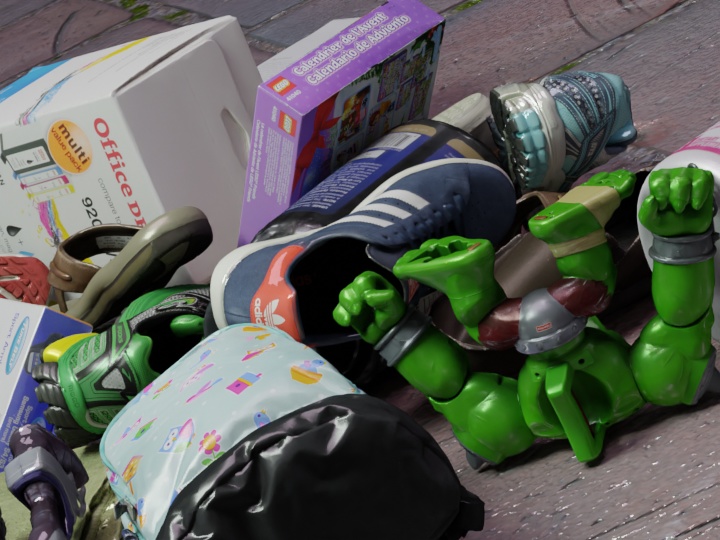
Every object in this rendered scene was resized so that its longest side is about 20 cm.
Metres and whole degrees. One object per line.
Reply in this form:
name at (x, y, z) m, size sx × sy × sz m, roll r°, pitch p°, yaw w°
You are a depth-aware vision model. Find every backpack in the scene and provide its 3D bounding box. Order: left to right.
backpack at (-0.046, 0.105, 1.421) m, size 0.166 × 0.127 × 0.200 m, roll -30°, pitch 14°, yaw -9°

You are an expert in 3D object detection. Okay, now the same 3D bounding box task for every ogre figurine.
ogre figurine at (0.096, 0.029, 1.469) m, size 0.199 × 0.121 × 0.098 m, roll -23°, pitch 13°, yaw -1°

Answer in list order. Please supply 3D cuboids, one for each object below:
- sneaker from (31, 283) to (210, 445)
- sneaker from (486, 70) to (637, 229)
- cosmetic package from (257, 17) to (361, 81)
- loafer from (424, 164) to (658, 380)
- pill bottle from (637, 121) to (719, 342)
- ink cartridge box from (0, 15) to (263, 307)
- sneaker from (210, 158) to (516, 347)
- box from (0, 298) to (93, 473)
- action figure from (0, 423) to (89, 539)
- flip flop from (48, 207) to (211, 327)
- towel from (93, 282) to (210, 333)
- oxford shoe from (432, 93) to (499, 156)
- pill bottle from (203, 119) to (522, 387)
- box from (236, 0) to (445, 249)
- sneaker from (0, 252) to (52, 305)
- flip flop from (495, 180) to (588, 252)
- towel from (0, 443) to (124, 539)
sneaker at (-0.106, 0.053, 1.719) m, size 0.085 × 0.079 × 0.200 m, roll -16°, pitch 7°, yaw 28°
sneaker at (0.129, -0.078, 1.793) m, size 0.086 × 0.078 × 0.200 m, roll -18°, pitch -5°, yaw -1°
cosmetic package at (-0.051, -0.098, 2.115) m, size 0.200 × 0.102 × 0.074 m, roll -35°, pitch 20°, yaw -29°
loafer at (0.106, -0.004, 1.605) m, size 0.199 × 0.072 × 0.073 m, roll -33°, pitch 49°, yaw -30°
pill bottle at (0.248, -0.052, 1.522) m, size 0.200 × 0.114 × 0.113 m, roll -34°, pitch 19°, yaw -32°
ink cartridge box at (-0.166, -0.064, 1.973) m, size 0.199 × 0.148 × 0.145 m, roll -12°, pitch 18°, yaw 40°
sneaker at (0.019, -0.003, 1.588) m, size 0.199 × 0.075 × 0.084 m, roll -26°, pitch 21°, yaw -28°
box at (-0.230, 0.077, 1.801) m, size 0.200 × 0.041 × 0.120 m, roll 5°, pitch 74°, yaw 63°
action figure at (-0.168, 0.160, 1.492) m, size 0.129 × 0.070 × 0.200 m, roll -24°, pitch 37°, yaw 3°
flip flop at (-0.160, -0.003, 1.831) m, size 0.081 × 0.058 × 0.200 m, roll -31°, pitch -4°, yaw -35°
towel at (-0.143, 0.040, 1.929) m, size 0.192 × 0.035 × 0.200 m, roll -15°, pitch 15°, yaw 30°
oxford shoe at (0.031, -0.055, 1.952) m, size 0.200 × 0.058 × 0.075 m, roll -29°, pitch 14°, yaw 47°
pill bottle at (0.000, 0.000, 1.709) m, size 0.111 × 0.112 × 0.200 m, roll -8°, pitch 22°, yaw 43°
box at (-0.016, -0.060, 1.806) m, size 0.039 × 0.201 × 0.137 m, roll 34°, pitch 48°, yaw 23°
sneaker at (-0.284, 0.047, 1.971) m, size 0.199 × 0.078 × 0.082 m, roll -34°, pitch 2°, yaw 25°
flip flop at (0.101, -0.012, 1.698) m, size 0.081 × 0.058 × 0.200 m, roll -6°, pitch 22°, yaw 46°
towel at (-0.213, 0.158, 1.649) m, size 0.199 × 0.037 × 0.149 m, roll -19°, pitch 18°, yaw 13°
